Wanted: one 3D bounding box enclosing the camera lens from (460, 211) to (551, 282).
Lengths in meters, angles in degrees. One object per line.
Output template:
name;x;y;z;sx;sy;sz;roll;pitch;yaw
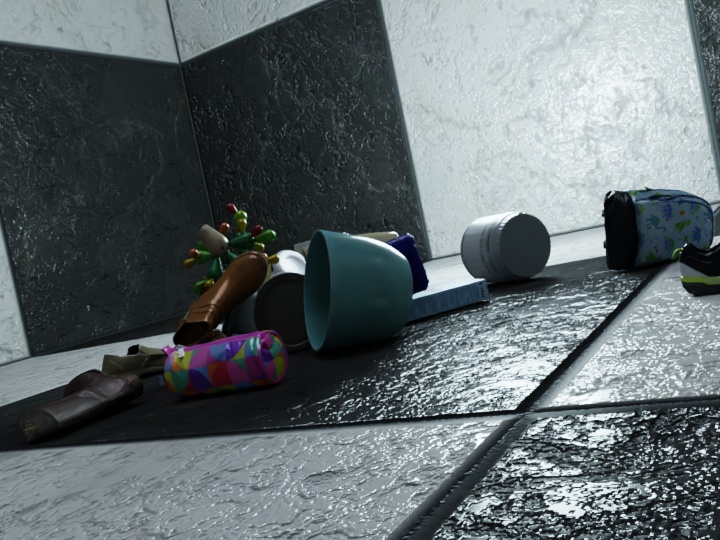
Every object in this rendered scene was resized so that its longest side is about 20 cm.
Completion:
camera lens;0.342;-0.054;1.801;0.156;0.164;0.199;-13;3;-20

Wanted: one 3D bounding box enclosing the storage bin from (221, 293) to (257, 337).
storage bin;-0.234;0.107;1.712;0.131;0.149;0.200;15;1;-3

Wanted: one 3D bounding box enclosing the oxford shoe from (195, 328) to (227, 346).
oxford shoe;-0.270;0.149;1.396;0.070;0.075;0.199;-14;3;-31

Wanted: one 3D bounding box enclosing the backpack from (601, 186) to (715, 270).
backpack;0.603;-0.087;1.503;0.195;0.168;0.153;-6;9;-19

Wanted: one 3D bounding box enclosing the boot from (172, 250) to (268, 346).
boot;-0.256;0.059;1.385;0.200;0.074;0.155;-44;8;21

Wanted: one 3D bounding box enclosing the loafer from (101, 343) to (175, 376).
loafer;-0.453;0.186;1.585;0.197;0.069;0.075;-15;4;-44

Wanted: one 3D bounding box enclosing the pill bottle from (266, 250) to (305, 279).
pill bottle;-0.203;0.057;1.862;0.111;0.113;0.201;-15;-31;-50

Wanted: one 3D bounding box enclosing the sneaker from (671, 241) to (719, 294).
sneaker;0.527;-0.022;1.017;0.196;0.085;0.071;-11;3;26

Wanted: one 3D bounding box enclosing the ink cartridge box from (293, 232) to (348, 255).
ink cartridge box;-0.082;0.016;1.946;0.083;0.205;0.144;-10;3;37

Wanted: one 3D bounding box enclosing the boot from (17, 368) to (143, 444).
boot;-0.469;0.216;1.179;0.183;0.066;0.199;-14;6;29

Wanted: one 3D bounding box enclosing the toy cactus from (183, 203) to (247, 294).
toy cactus;-0.274;-0.030;1.591;0.162;0.203;0.103;27;-20;9

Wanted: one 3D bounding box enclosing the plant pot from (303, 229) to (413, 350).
plant pot;-0.002;0.035;1.299;0.157;0.206;0.200;1;-2;-18

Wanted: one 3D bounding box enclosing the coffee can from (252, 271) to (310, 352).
coffee can;-0.143;0.077;1.505;0.143;0.150;0.200;-12;2;-8

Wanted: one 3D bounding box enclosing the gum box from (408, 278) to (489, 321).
gum box;0.145;0.061;1.576;0.195;0.046;0.170;-14;3;-15

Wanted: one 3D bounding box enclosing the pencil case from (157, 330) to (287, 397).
pencil case;-0.209;0.142;1.142;0.195;0.091;0.088;-11;3;22

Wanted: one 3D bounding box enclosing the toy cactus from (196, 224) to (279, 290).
toy cactus;-0.263;-0.024;1.510;0.201;0.164;0.102;-50;-1;-4

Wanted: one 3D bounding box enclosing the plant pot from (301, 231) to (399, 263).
plant pot;0.000;0.000;1.577;0.196;0.191;0.187;-24;4;-7

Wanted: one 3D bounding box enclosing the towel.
towel;0.031;0.023;1.434;0.197;0.050;0.149;-26;-42;2
